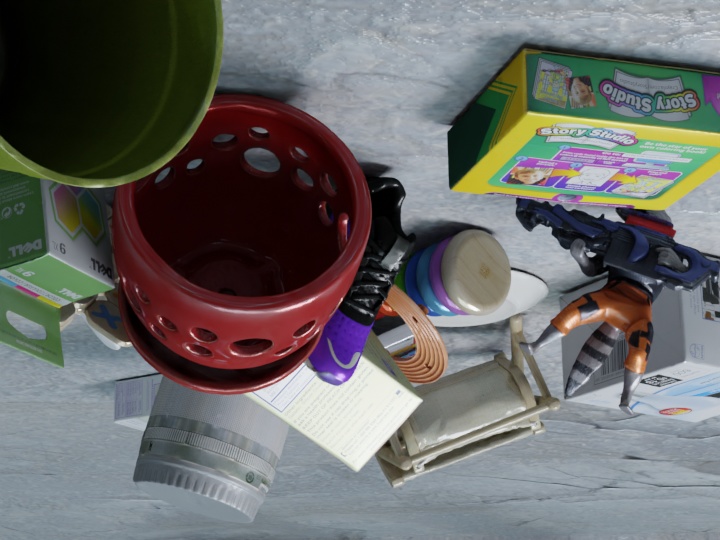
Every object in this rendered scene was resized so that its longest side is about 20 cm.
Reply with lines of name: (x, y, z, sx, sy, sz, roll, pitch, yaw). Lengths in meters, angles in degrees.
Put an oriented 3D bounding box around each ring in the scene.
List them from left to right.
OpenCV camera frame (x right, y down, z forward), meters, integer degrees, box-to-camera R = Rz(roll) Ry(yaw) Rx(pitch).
ring: (0.007, 0.041, 1.768, 0.200, 0.019, 0.201, 32, 155, 17)

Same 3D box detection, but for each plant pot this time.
plant pot: (-0.223, -0.148, 1.082, 0.200, 0.202, 0.192, 16, 168, -43)
plant pot: (-0.101, -0.013, 1.406, 0.199, 0.201, 0.183, 2, 151, -8)

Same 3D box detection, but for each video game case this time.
video game case: (0.000, 0.105, 2.015, 0.142, 0.018, 0.200, -23, 171, -3)

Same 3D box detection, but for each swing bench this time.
swing bench: (0.111, 0.162, 2.049, 0.198, 0.130, 0.200, -20, 163, -8)

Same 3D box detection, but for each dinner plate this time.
dinner plate: (0.106, 0.033, 1.907, 0.199, 0.024, 0.200, -1, 163, 0)

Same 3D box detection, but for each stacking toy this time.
stacking toy: (0.059, 0.016, 1.769, 0.085, 0.086, 0.200, 13, 163, -36)

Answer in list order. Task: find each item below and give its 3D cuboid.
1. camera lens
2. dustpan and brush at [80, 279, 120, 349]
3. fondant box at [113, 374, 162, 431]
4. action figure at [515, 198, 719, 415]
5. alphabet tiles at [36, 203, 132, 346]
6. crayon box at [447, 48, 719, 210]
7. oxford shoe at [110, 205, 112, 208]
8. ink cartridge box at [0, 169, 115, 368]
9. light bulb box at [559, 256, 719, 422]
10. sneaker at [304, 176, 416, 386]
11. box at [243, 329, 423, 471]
camera lens: (-0.162, 0.174, 2.020, 0.159, 0.201, 0.160, 15, 162, 5)
dustpan and brush: (-0.248, 0.024, 1.554, 0.139, 0.057, 0.200, 17, 154, 36)
fondant box: (-0.204, 0.174, 2.291, 0.199, 0.059, 0.144, -12, 159, 30)
action figure: (0.220, 0.011, 1.612, 0.199, 0.194, 0.105, 28, 164, 18)
alphabet tiles: (-0.252, -0.014, 1.495, 0.195, 0.200, 0.015, 35, 119, 4)
crayon box: (0.191, -0.109, 1.396, 0.199, 0.059, 0.173, 5, 161, -17)
oxford shoe: (-0.257, -0.018, 1.656, 0.199, 0.071, 0.074, -6, 164, 19)
ink cartridge box: (-0.246, -0.035, 1.373, 0.059, 0.201, 0.104, -15, 159, 18)
light bulb box: (0.352, 0.075, 1.877, 0.199, 0.126, 0.198, 11, 159, -31)
sneaker: (0.000, 0.000, 1.517, 0.099, 0.201, 0.069, -19, 142, 39)
box: (-0.066, 0.066, 1.640, 0.097, 0.176, 0.200, -47, 124, 7)
